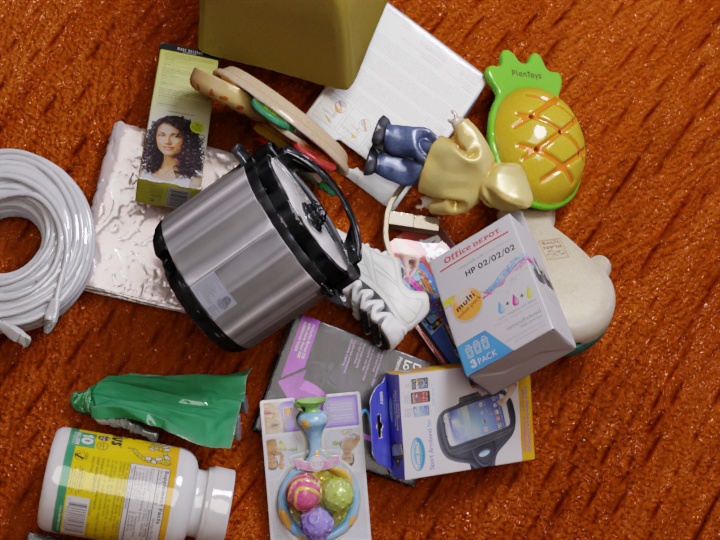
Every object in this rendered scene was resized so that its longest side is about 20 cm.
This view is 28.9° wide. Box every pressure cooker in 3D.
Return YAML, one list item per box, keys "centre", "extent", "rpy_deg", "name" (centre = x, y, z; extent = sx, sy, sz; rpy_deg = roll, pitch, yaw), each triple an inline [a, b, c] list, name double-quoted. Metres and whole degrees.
- centre: [-0.101, -0.028, 1.509]
  extent: [0.199, 0.176, 0.179]
  rpy_deg: [-34, 52, 9]
  name: "pressure cooker"

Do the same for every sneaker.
- centre: [0.000, 0.000, 1.612]
  extent: [0.081, 0.075, 0.200]
  rpy_deg: [-35, 68, -15]
  name: "sneaker"

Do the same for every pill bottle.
- centre: [-0.240, 0.240, 1.509]
  extent: [0.198, 0.113, 0.114]
  rpy_deg: [11, 76, -7]
  name: "pill bottle"

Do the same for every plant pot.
- centre: [-0.074, -0.362, 1.591]
  extent: [0.193, 0.201, 0.196]
  rpy_deg: [15, 59, 10]
  name: "plant pot"

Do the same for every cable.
- centre: [-0.392, -0.031, 1.556]
  extent: [0.198, 0.069, 0.201]
  rpy_deg: [25, 77, 6]
  name: "cable"

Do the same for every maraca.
- centre: [0.207, -0.170, 1.685]
  extent: [0.136, 0.107, 0.202]
  rpy_deg: [2, 73, -33]
  name: "maraca"

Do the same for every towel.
- centre: [-0.220, -0.055, 1.623]
  extent: [0.189, 0.032, 0.202]
  rpy_deg: [14, 76, -8]
  name: "towel"

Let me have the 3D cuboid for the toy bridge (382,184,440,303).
- centre: [0.061, -0.057, 1.653]
  extent: [0.066, 0.027, 0.202]
  rpy_deg: [7, 79, -2]
  name: "toy bridge"

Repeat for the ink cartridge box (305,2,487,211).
- centre: [0.037, -0.198, 1.706]
  extent: [0.162, 0.050, 0.201]
  rpy_deg: [36, 92, -1]
  name: "ink cartridge box"

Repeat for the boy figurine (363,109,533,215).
- centre: [0.107, -0.122, 1.609]
  extent: [0.198, 0.065, 0.126]
  rpy_deg: [16, 112, 5]
  name: "boy figurine"

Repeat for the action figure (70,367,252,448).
- centre: [-0.226, 0.150, 1.550]
  extent: [0.198, 0.055, 0.119]
  rpy_deg: [5, 39, 8]
  name: "action figure"

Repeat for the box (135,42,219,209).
- centre: [-0.210, -0.167, 1.608]
  extent: [0.074, 0.050, 0.202]
  rpy_deg: [9, 56, -10]
  name: "box"

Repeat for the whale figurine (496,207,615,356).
- centre: [0.221, 0.014, 1.665]
  extent: [0.157, 0.104, 0.201]
  rpy_deg: [-9, 55, -16]
  name: "whale figurine"

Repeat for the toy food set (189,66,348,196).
- centre: [-0.094, -0.161, 1.585]
  extent: [0.197, 0.200, 0.049]
  rpy_deg: [36, 87, 21]
  name: "toy food set"

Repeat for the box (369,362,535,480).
- centre: [0.105, 0.167, 1.587]
  extent: [0.198, 0.041, 0.121]
  rpy_deg: [-5, 93, -29]
  name: "box"

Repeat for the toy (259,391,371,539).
- centre: [-0.047, 0.241, 1.553]
  extent: [0.114, 0.047, 0.203]
  rpy_deg: [-5, 90, -6]
  name: "toy"

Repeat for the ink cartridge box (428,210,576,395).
- centre: [0.151, 0.021, 1.573]
  extent: [0.115, 0.068, 0.201]
  rpy_deg: [-31, 53, 19]
  name: "ink cartridge box"

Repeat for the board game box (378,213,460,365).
- centre: [0.103, 0.041, 1.665]
  extent: [0.103, 0.019, 0.201]
  rpy_deg: [-35, 85, -16]
  name: "board game box"

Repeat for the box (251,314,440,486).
- centre: [-0.009, 0.149, 1.604]
  extent: [0.198, 0.036, 0.144]
  rpy_deg: [20, 82, -7]
  name: "box"

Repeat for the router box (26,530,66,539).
- centre: [-0.308, 0.394, 1.488]
  extent: [0.148, 0.062, 0.202]
  rpy_deg: [15, 75, -7]
  name: "router box"
